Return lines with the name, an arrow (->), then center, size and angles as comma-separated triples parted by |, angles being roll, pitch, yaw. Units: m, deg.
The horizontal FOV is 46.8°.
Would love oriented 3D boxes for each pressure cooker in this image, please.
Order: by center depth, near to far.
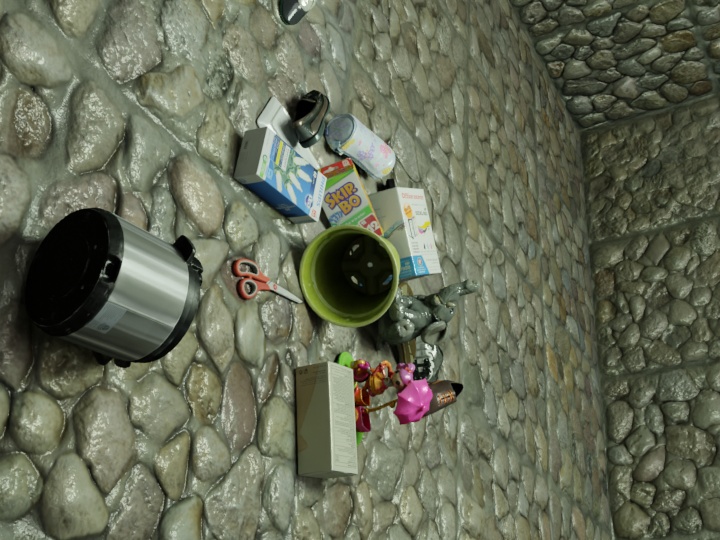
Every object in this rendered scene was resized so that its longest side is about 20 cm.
pressure cooker -> -0.312, 0.031, 1.098 | 0.200, 0.176, 0.179 | 32, 54, -48

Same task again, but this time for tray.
tray -> -0.138, -0.252, 1.707 | 0.200, 0.022, 0.107 | 58, 34, -30

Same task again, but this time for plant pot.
plant pot -> 0.000, 0.000, 1.692 | 0.184, 0.200, 0.201 | -25, 100, -73

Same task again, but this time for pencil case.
pencil case -> 0.002, -0.283, 1.912 | 0.200, 0.083, 0.091 | 27, 58, -55

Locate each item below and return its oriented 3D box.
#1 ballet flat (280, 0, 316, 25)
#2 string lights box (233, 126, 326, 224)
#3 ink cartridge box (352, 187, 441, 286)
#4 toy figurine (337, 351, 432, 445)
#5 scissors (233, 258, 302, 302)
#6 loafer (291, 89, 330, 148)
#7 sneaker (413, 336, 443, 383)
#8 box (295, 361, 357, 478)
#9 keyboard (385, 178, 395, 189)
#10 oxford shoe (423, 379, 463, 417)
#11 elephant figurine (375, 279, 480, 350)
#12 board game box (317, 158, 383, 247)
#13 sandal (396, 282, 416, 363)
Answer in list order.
ballet flat -> -0.125, -0.621, 1.852 | 0.073, 0.073, 0.200 | 53, 36, -36
string lights box -> -0.150, -0.178, 1.599 | 0.200, 0.059, 0.103 | 36, 57, -49
ink cartridge box -> 0.073, -0.074, 1.877 | 0.147, 0.144, 0.200 | -5, 82, -61
toy figurine -> 0.052, 0.240, 1.645 | 0.150, 0.184, 0.200 | 47, 37, -51
scissors -> -0.167, 0.021, 1.537 | 0.200, 0.014, 0.073 | 9, 68, -58
loafer -> -0.107, -0.331, 1.727 | 0.063, 0.072, 0.200 | 50, 24, -32
sneaker -> 0.163, 0.183, 2.015 | 0.090, 0.066, 0.200 | 37, 50, -53
box -> -0.063, 0.278, 1.540 | 0.095, 0.078, 0.200 | 30, 52, -54
keyboard -> 0.074, -0.126, 2.009 | 0.104, 0.040, 0.200 | 123, -42, -74
oxford shoe -> 0.185, 0.299, 1.988 | 0.200, 0.072, 0.071 | -23, 98, -61
elephant figurine -> 0.147, 0.097, 1.818 | 0.200, 0.155, 0.142 | -4, 88, -21
board game box -> -0.029, -0.137, 1.748 | 0.030, 0.095, 0.200 | -97, 165, -56
sandal -> 0.090, 0.128, 1.925 | 0.080, 0.054, 0.200 | -24, 113, -56
